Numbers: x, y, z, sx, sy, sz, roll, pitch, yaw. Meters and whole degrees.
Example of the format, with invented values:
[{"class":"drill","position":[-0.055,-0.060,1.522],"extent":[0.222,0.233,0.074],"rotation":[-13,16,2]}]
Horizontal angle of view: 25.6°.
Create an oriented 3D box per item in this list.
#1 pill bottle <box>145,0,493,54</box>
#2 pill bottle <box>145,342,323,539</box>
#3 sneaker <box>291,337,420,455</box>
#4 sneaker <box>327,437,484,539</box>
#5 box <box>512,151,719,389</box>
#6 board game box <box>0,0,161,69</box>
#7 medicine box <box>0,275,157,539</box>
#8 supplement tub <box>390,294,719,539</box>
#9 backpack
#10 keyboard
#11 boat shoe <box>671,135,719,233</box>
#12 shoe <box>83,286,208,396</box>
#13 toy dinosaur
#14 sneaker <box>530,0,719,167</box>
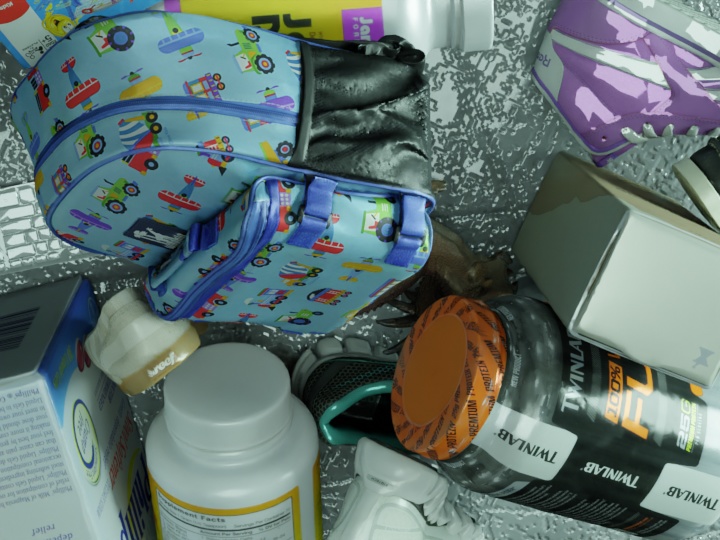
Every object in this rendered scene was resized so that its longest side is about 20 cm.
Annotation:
[{"class":"pill bottle","position":[-0.026,-0.156,0.915],"extent":[0.200,0.104,0.104],"rotation":[-5,108,0]},{"class":"pill bottle","position":[-0.079,0.147,1.019],"extent":[0.109,0.109,0.200],"rotation":[-2,127,-1]},{"class":"sneaker","position":[0.054,0.093,1.043],"extent":[0.200,0.091,0.078],"rotation":[-1,109,-2]},{"class":"sneaker","position":[0.026,0.174,1.029],"extent":[0.075,0.200,0.081],"rotation":[21,74,25]},{"class":"box","position":[0.161,-0.006,0.955],"extent":[0.095,0.200,0.078],"rotation":[22,101,-10]},{"class":"board game box","position":[-0.131,-0.235,0.879],"extent":[0.196,0.200,0.056],"rotation":[-26,143,6]},{"class":"medicine box","position":[-0.203,0.132,0.998],"extent":[0.103,0.182,0.200],"rotation":[-14,108,3]},{"class":"supplement tub","position":[0.127,0.088,0.969],"extent":[0.200,0.123,0.123],"rotation":[18,107,-26]},{"class":"backpack","position":[-0.080,-0.053,0.841],"extent":[0.200,0.183,0.135],"rotation":[10,65,-31]},{"class":"keyboard","position":[-0.202,-0.032,1.036],"extent":[0.200,0.011,0.056],"rotation":[-11,108,1]},{"class":"boat shoe","position":[0.267,-0.021,0.995],"extent":[0.068,0.072,0.200],"rotation":[-41,133,5]},{"class":"shoe","position":[-0.133,0.037,0.970],"extent":[0.070,0.200,0.053],"rotation":[-43,94,-9]},{"class":"toy dinosaur","position":[0.000,0.000,1.019],"extent":[0.200,0.086,0.136],"rotation":[-6,115,6]},{"class":"sneaker","position":[0.204,-0.103,1.002],"extent":[0.200,0.073,0.114],"rotation":[29,108,0]}]
